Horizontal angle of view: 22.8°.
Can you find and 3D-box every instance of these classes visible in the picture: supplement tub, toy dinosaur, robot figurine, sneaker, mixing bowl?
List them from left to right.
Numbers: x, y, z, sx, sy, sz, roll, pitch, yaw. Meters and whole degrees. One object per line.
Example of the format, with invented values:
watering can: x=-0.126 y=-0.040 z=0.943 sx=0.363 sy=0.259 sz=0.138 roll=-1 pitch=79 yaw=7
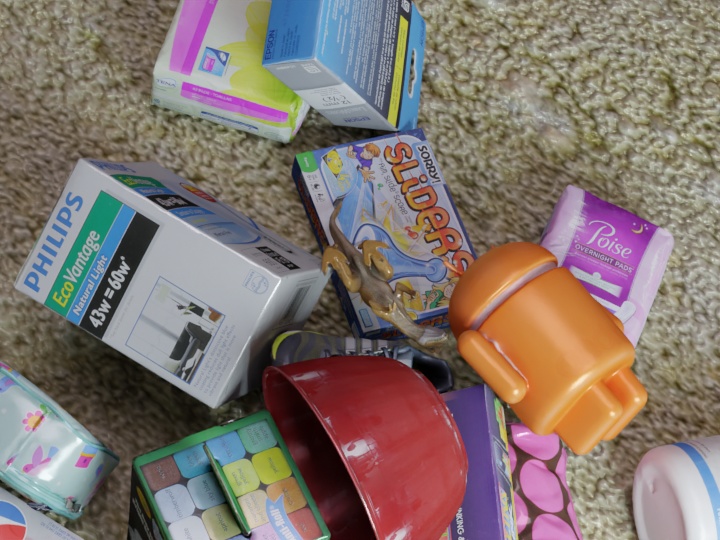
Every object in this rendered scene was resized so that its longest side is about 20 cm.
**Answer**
toy dinosaur: x=0.000 y=0.000 z=1.575 sx=0.060 sy=0.106 sz=0.201 roll=-36 pitch=61 yaw=-2
sneaker: x=0.001 y=0.083 z=1.521 sx=0.199 sy=0.080 sz=0.075 roll=4 pitch=76 yaw=-49
mixing bowl: x=0.016 y=0.144 z=1.400 sx=0.108 sy=0.201 sz=0.201 roll=-25 pitch=66 yaw=-15
robot figurine: x=0.154 y=0.058 z=1.523 sx=0.143 sy=0.117 sz=0.200 roll=-37 pitch=73 yaw=-10
supplement tub: x=0.348 y=0.201 z=1.541 sx=0.198 sy=0.132 sz=0.133 roll=-9 pitch=61 yaw=-14

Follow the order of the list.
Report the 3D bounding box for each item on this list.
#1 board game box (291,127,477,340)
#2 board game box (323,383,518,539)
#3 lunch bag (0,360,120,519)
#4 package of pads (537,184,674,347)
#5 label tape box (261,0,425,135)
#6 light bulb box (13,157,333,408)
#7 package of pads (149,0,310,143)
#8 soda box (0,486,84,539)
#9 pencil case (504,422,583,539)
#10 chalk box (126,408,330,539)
board game box: x=0.029 y=-0.033 z=1.682 sx=0.134 sy=0.035 sz=0.201 roll=-13 pitch=62 yaw=-17
board game box: x=0.045 y=0.209 z=1.484 sx=0.164 sy=0.057 sz=0.202 roll=-15 pitch=58 yaw=17
lunch bag: x=-0.293 y=0.125 z=1.458 sx=0.199 sy=0.161 sz=0.077 roll=35 pitch=78 yaw=11
package of pads: x=0.206 y=0.030 z=1.653 sx=0.120 sy=0.076 sz=0.201 roll=25 pitch=58 yaw=2
label tape box: x=-0.010 y=-0.220 z=1.717 sx=0.065 sy=0.200 sz=0.145 roll=-4 pitch=68 yaw=28
light bulb box: x=-0.153 y=0.005 z=1.515 sx=0.199 sy=0.198 sz=0.126 roll=30 pitch=98 yaw=8
package of pads: x=-0.106 y=-0.232 z=1.759 sx=0.153 sy=0.068 sz=0.202 roll=16 pitch=58 yaw=0
soda box: x=-0.324 y=0.205 z=1.457 sx=0.199 sy=0.064 sz=0.070 roll=30 pitch=59 yaw=8
pencil case: x=0.154 y=0.226 z=1.518 sx=0.093 sy=0.091 sz=0.202 roll=-9 pitch=59 yaw=-6
chalk box: x=-0.106 y=0.202 z=1.417 sx=0.123 sy=0.201 sz=0.126 roll=-19 pitch=64 yaw=-20
